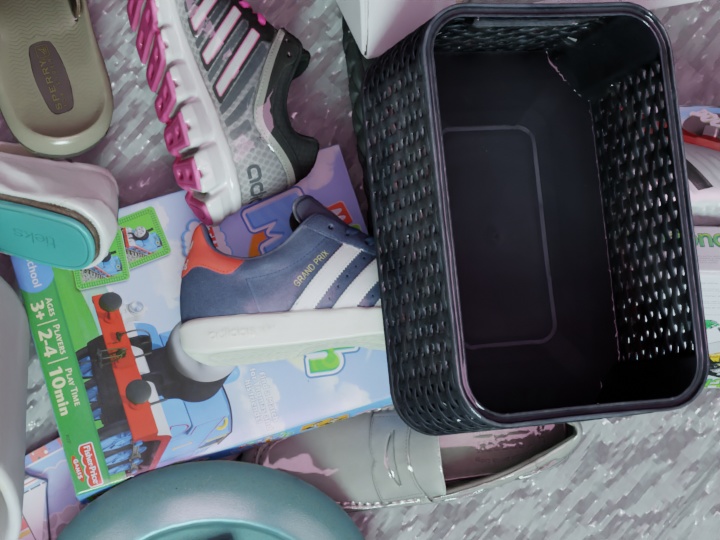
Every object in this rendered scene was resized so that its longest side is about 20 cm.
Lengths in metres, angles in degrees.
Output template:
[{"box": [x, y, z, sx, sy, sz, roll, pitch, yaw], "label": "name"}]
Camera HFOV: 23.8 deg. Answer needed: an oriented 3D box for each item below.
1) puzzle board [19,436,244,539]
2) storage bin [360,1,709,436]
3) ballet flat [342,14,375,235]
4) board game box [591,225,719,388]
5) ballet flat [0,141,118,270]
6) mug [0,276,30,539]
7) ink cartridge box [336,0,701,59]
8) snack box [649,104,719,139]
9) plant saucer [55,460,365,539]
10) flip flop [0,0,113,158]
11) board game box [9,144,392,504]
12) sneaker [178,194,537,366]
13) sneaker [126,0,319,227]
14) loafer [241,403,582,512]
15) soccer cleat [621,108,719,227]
[{"box": [-0.130, 0.158, 0.993, 0.199, 0.017, 0.152, -28, 96, -7], "label": "puzzle board"}, {"box": [0.084, -0.024, 0.851, 0.134, 0.094, 0.202, -4, 84, -20], "label": "storage bin"}, {"box": [0.012, -0.091, 0.990, 0.066, 0.057, 0.202, -4, 86, -40], "label": "ballet flat"}, {"box": [0.214, 0.024, 0.987, 0.198, 0.127, 0.035, 1, 56, -9], "label": "board game box"}, {"box": [-0.226, -0.050, 0.946, 0.198, 0.069, 0.070, 14, 90, 5], "label": "ballet flat"}, {"box": [-0.236, 0.052, 0.885, 0.148, 0.154, 0.187, 10, 132, -7], "label": "mug"}, {"box": [0.074, -0.203, 0.932, 0.198, 0.146, 0.085, -11, 133, -12], "label": "ink cartridge box"}, {"box": [0.154, -0.041, 1.017, 0.198, 0.037, 0.117, 1, 91, -8], "label": "snack box"}, {"box": [-0.085, 0.199, 0.957, 0.198, 0.027, 0.202, -4, 116, -7], "label": "plant saucer"}, {"box": [-0.193, -0.156, 0.937, 0.081, 0.058, 0.201, -21, 75, -8], "label": "flip flop"}, {"box": [-0.084, 0.028, 0.965, 0.198, 0.037, 0.152, -17, 76, -8], "label": "board game box"}, {"box": [0.000, 0.000, 0.920, 0.198, 0.075, 0.085, -3, 78, -7], "label": "sneaker"}, {"box": [-0.076, -0.128, 0.960, 0.087, 0.074, 0.202, -13, 80, -18], "label": "sneaker"}, {"box": [0.031, 0.101, 0.984, 0.198, 0.070, 0.071, -11, 89, -11], "label": "loafer"}, {"box": [0.182, -0.045, 0.973, 0.198, 0.069, 0.086, 17, 97, -5], "label": "soccer cleat"}]
